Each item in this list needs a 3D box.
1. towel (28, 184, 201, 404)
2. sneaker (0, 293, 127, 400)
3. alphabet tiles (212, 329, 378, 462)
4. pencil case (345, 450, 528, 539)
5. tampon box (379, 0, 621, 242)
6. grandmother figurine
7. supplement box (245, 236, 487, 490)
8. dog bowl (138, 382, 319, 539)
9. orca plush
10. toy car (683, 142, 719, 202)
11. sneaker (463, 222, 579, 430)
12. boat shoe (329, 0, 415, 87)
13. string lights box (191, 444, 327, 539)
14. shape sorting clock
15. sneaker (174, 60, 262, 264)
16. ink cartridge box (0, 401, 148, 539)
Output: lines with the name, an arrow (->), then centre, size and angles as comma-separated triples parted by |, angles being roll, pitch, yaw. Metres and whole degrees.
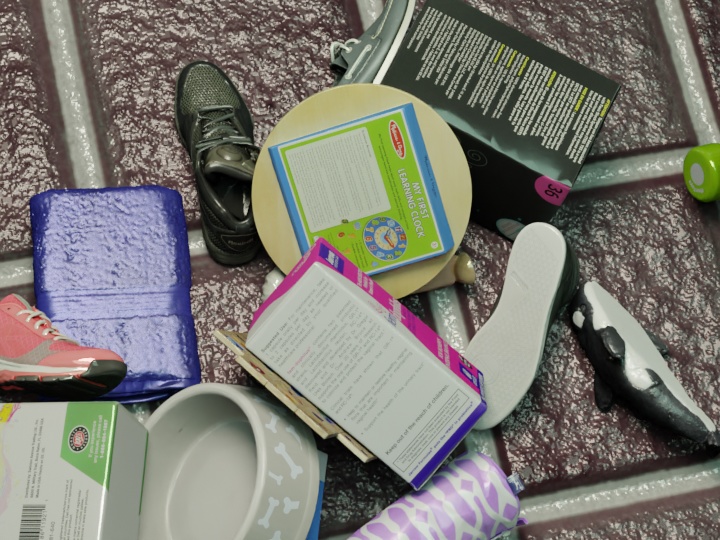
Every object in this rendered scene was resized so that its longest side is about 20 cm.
towel -> -0.225, 0.024, 1.743 | 0.146, 0.050, 0.202 | -2, 72, -13
sneaker -> -0.291, 0.062, 1.659 | 0.198, 0.074, 0.088 | 0, 75, 24
alphabet tiles -> -0.053, 0.109, 1.662 | 0.167, 0.200, 0.008 | 41, 92, 7
pencil case -> 0.052, 0.241, 1.690 | 0.199, 0.084, 0.086 | -32, 101, -17
tampon box -> 0.116, -0.140, 1.800 | 0.199, 0.150, 0.127 | 28, 67, 2
grandmother figurine -> 0.000, 0.000, 1.781 | 0.198, 0.061, 0.122 | -16, 64, -17
supplement box -> 0.006, 0.080, 1.687 | 0.199, 0.101, 0.104 | 39, 102, -9
dog bowl -> -0.128, 0.187, 1.621 | 0.058, 0.199, 0.202 | 28, 60, -44
orca plush -> 0.255, 0.107, 1.793 | 0.200, 0.071, 0.105 | 45, 25, 4
toy car -> 0.427, -0.045, 1.827 | 0.163, 0.158, 0.202 | -12, 83, -24
sneaker -> 0.153, 0.053, 1.780 | 0.070, 0.099, 0.202 | 23, 99, 19
boat shoe -> -0.004, -0.197, 1.846 | 0.061, 0.073, 0.202 | 25, 73, -3
string lights box -> -0.093, 0.251, 1.644 | 0.059, 0.102, 0.202 | 30, 58, -45
shape sorting clock -> 0.001, -0.068, 1.719 | 0.197, 0.039, 0.202 | 1, 106, 2
sneaker -> -0.125, -0.118, 1.775 | 0.075, 0.114, 0.202 | -5, 69, -13
ink cartridge box -> -0.290, 0.192, 1.613 | 0.198, 0.084, 0.146 | -2, 68, 15
